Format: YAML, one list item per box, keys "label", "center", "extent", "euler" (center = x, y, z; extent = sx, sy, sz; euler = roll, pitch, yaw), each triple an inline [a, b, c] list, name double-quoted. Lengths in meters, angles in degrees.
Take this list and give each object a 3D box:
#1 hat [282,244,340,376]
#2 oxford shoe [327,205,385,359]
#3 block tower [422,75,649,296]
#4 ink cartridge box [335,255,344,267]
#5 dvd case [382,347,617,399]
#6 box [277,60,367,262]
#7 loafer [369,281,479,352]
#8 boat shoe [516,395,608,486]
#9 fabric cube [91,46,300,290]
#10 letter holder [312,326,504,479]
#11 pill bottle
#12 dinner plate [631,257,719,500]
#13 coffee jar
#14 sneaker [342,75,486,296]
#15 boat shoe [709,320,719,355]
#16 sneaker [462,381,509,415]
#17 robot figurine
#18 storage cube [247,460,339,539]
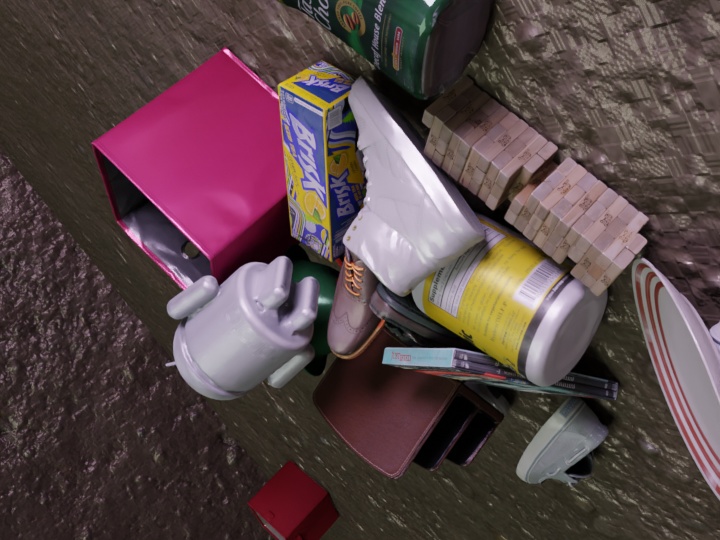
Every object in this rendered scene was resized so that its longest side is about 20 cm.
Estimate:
- label: "hat"
  center: [0.005, 0.036, 0.999]
  extent: [0.174, 0.200, 0.167]
  euler: [-13, 113, 14]
- label: "oxford shoe"
  center: [0.000, 0.000, 0.845]
  extent: [0.071, 0.202, 0.073]
  euler: [26, -166, 29]
- label: "block tower"
  center: [0.139, -0.070, 0.660]
  extent: [0.200, 0.054, 0.058]
  euler: [43, 157, 13]
- label: "ink cartridge box"
  center: [0.012, 0.013, 1.040]
  extent: [0.161, 0.050, 0.199]
  euler: [54, 155, -15]
- label: "dvd case"
  center: [0.141, 0.106, 0.838]
  extent: [0.198, 0.022, 0.146]
  euler: [15, 169, -23]
- label: "box"
  center: [-0.036, -0.111, 0.854]
  extent: [0.070, 0.064, 0.201]
  euler: [33, 143, 29]
- label: "loafer"
  center: [0.073, 0.065, 0.859]
  extent: [0.199, 0.063, 0.072]
  euler: [19, -154, -48]
- label: "boat shoe"
  center: [0.235, 0.216, 0.939]
  extent: [0.071, 0.070, 0.201]
  euler: [41, 155, 22]
- label: "fabric cube"
  center: [-0.172, -0.100, 0.984]
  extent: [0.196, 0.199, 0.200]
  euler: [42, 157, 10]
- label: "letter holder"
  center: [0.049, 0.171, 0.999]
  extent: [0.100, 0.143, 0.200]
  euler: [38, 176, -39]
- label: "pill bottle"
  center: [0.118, 0.012, 0.759]
  extent: [0.199, 0.111, 0.112]
  euler: [33, 154, 33]
- label: "dinner plate"
  center: [0.256, 0.083, 0.624]
  extent: [0.200, 0.024, 0.202]
  euler: [-21, -90, -81]
- label: "coffee jar"
  center: [-0.001, -0.224, 0.615]
  extent: [0.200, 0.085, 0.105]
  euler: [39, 157, 20]
- label: "sneaker"
  center: [0.015, -0.075, 0.735]
  extent: [0.073, 0.115, 0.201]
  euler: [17, -141, -56]
- label: "boat shoe"
  center: [0.306, 0.031, 0.522]
  extent: [0.200, 0.073, 0.066]
  euler: [-7, 103, 64]
- label: "sneaker"
  center: [0.102, 0.197, 1.071]
  extent: [0.080, 0.130, 0.199]
  euler: [54, 157, -21]
- label: "robot figurine"
  center: [-0.132, 0.069, 0.904]
  extent: [0.169, 0.113, 0.200]
  euler: [39, 120, -21]
- label: "storage cube"
  center: [-0.198, 0.709, 2.405]
  extent: [0.199, 0.180, 0.172]
  euler: [32, 154, 35]
